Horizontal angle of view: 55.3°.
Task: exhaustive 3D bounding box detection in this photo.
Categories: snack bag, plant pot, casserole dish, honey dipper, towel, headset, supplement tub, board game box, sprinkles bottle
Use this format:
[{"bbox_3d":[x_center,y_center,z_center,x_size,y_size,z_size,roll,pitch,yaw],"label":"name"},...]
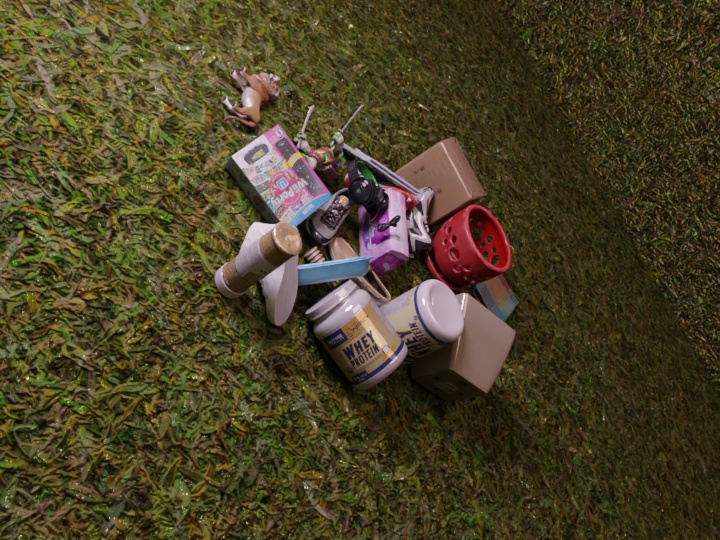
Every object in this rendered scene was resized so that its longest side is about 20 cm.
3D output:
[{"bbox_3d":[0.048,-0.270,1.794,0.187,0.022,0.200,28,9,-32],"label":"snack bag"},{"bbox_3d":[0.228,0.199,1.646,0.199,0.199,0.179,35,53,-28],"label":"plant pot"},{"bbox_3d":[-0.066,0.001,1.458,0.121,0.197,0.039,-154,-123,-83],"label":"casserole dish"},{"bbox_3d":[-0.056,0.037,1.551,0.201,0.038,0.038,54,37,-10],"label":"honey dipper"},{"bbox_3d":[0.284,-0.051,1.879,0.199,0.182,0.203,29,45,-34],"label":"plant pot"},{"bbox_3d":[0.410,0.076,2.072,0.148,0.022,0.200,58,36,-2],"label":"towel"},{"bbox_3d":[0.032,-0.183,1.637,0.123,0.093,0.202,27,42,-56],"label":"headset"},{"bbox_3d":[-0.010,0.132,1.446,0.201,0.144,0.144,53,37,-7],"label":"supplement tub"},{"bbox_3d":[0.119,0.124,1.553,0.144,0.199,0.147,28,46,-33],"label":"supplement tub"},{"bbox_3d":[-0.178,-0.196,1.509,0.147,0.064,0.201,-41,99,-30],"label":"board game box"},{"bbox_3d":[-0.194,-0.017,1.289,0.068,0.199,0.069,27,47,-33],"label":"sprinkles bottle"}]

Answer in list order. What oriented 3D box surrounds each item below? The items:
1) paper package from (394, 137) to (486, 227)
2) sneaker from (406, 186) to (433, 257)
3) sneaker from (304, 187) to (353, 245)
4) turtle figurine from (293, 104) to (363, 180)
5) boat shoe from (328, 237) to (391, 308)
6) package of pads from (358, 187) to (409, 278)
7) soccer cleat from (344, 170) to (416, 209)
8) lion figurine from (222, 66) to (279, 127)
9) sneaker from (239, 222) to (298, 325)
[{"bbox_3d":[0.215,-0.239,1.915,0.103,0.199,0.192,-19,80,-53],"label":"paper package"},{"bbox_3d":[0.158,-0.119,1.846,0.130,0.079,0.200,51,55,-26],"label":"sneaker"},{"bbox_3d":[-0.069,-0.133,1.611,0.074,0.079,0.201,40,40,-11],"label":"sneaker"},{"bbox_3d":[-0.112,-0.305,1.638,0.143,0.202,0.194,28,38,18],"label":"turtle figurine"},{"bbox_3d":[0.000,0.000,1.613,0.201,0.065,0.072,57,37,1],"label":"boat shoe"},{"bbox_3d":[0.057,-0.094,1.699,0.075,0.120,0.202,27,46,-35],"label":"package of pads"},{"bbox_3d":[0.055,-0.216,1.783,0.197,0.069,0.086,17,46,-6],"label":"soccer cleat"},{"bbox_3d":[-0.255,-0.393,1.603,0.122,0.072,0.202,41,53,-42],"label":"lion figurine"},{"bbox_3d":[-0.190,0.003,1.390,0.073,0.114,0.203,-7,106,-62],"label":"sneaker"}]
